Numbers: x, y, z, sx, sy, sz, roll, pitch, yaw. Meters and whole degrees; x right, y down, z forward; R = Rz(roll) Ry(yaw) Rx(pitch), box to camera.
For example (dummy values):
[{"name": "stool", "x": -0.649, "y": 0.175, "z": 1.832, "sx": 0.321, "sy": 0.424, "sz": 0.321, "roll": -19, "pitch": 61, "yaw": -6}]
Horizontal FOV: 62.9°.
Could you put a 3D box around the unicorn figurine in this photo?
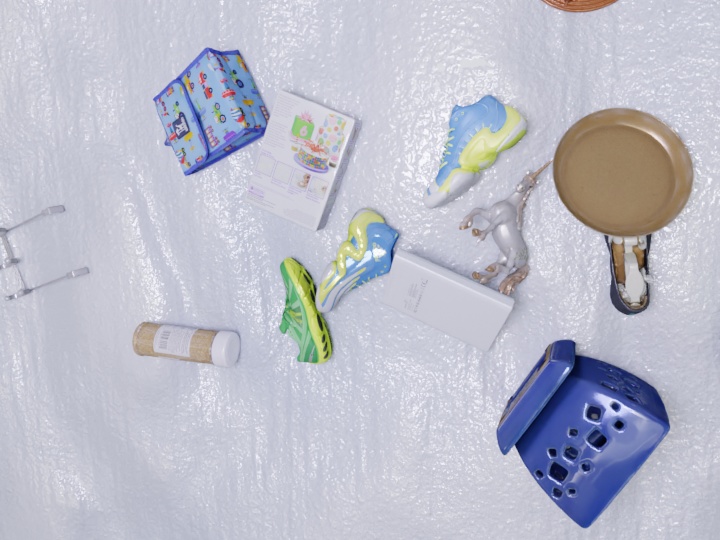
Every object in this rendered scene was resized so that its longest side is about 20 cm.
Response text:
[{"name": "unicorn figurine", "x": 0.229, "y": -0.066, "z": 0.931, "sx": 0.137, "sy": 0.074, "sz": 0.201, "roll": -25, "pitch": 122, "yaw": -24}]

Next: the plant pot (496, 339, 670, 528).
[{"name": "plant pot", "x": 0.326, "y": 0.228, "z": 0.903, "sx": 0.179, "sy": 0.200, "sz": 0.201, "roll": 35, "pitch": 107, "yaw": 14}]

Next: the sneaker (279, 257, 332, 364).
[{"name": "sneaker", "x": -0.113, "y": 0.076, "z": 1.053, "sx": 0.083, "sy": 0.074, "sz": 0.202, "roll": -15, "pitch": 96, "yaw": 13}]

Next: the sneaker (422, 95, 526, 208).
[{"name": "sneaker", "x": 0.159, "y": -0.193, "z": 0.933, "sx": 0.200, "sy": 0.076, "sz": 0.105, "roll": -41, "pitch": 77, "yaw": 10}]

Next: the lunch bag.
[{"name": "lunch bag", "x": -0.276, "y": -0.271, "z": 1.040, "sx": 0.199, "sy": 0.094, "sz": 0.151, "roll": -23, "pitch": 94, "yaw": 30}]

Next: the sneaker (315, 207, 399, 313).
[{"name": "sneaker", "x": 0.000, "y": 0.000, "z": 1.009, "sx": 0.105, "sy": 0.076, "sz": 0.201, "roll": 28, "pitch": 105, "yaw": 8}]

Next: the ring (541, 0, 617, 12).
[{"name": "ring", "x": 0.332, "y": -0.486, "z": 0.861, "sx": 0.199, "sy": 0.019, "sz": 0.202, "roll": 2, "pitch": 100, "yaw": 15}]

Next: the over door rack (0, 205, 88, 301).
[{"name": "over door rack", "x": -0.669, "y": -0.032, "z": 1.189, "sx": 0.199, "sy": 0.067, "sz": 0.149, "roll": -17, "pitch": 96, "yaw": 17}]

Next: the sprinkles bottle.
[{"name": "sprinkles bottle", "x": -0.333, "y": 0.141, "z": 1.128, "sx": 0.198, "sy": 0.068, "sz": 0.069, "roll": 5, "pitch": 101, "yaw": 15}]

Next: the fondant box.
[{"name": "fondant box", "x": -0.100, "y": -0.187, "z": 1.012, "sx": 0.143, "sy": 0.058, "sz": 0.201, "roll": 24, "pitch": 106, "yaw": 10}]

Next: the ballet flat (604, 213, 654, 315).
[{"name": "ballet flat", "x": 0.411, "y": -0.028, "z": 0.896, "sx": 0.072, "sy": 0.073, "sz": 0.202, "roll": -4, "pitch": 98, "yaw": 16}]

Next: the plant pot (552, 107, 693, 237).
[{"name": "plant pot", "x": 0.383, "y": -0.142, "z": 0.873, "sx": 0.198, "sy": 0.027, "sz": 0.202, "roll": -1, "pitch": 77, "yaw": 6}]

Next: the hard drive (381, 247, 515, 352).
[{"name": "hard drive", "x": 0.138, "y": 0.051, "z": 0.971, "sx": 0.199, "sy": 0.026, "sz": 0.132, "roll": 24, "pitch": 141, "yaw": 10}]
